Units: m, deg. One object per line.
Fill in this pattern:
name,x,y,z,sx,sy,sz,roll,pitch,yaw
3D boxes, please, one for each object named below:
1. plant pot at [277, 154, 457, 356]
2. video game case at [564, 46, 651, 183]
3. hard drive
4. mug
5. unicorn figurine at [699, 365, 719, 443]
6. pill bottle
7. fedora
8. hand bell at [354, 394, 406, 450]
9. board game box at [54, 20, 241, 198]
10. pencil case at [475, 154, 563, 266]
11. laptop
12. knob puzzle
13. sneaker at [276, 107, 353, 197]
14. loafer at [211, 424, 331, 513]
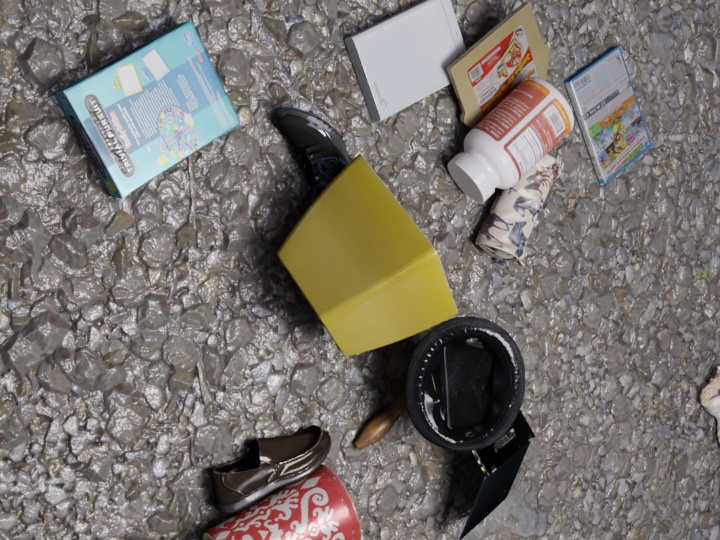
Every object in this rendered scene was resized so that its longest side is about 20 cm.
plant pot,0.000,0.000,1.400,0.175,0.201,0.201,-34,151,-5
video game case,0.450,-0.281,1.797,0.142,0.018,0.202,-35,112,-26
hard drive,0.078,-0.332,1.540,0.199,0.027,0.134,-31,111,-27
mug,-0.108,0.401,1.422,0.198,0.133,0.180,-21,97,-29
unicorn figurine,0.753,0.287,2.028,0.199,0.074,0.138,37,84,-15
pill bottle,0.237,-0.206,1.594,0.200,0.112,0.113,-42,116,-9
fedora,0.151,0.162,1.487,0.197,0.092,0.205,-1,99,-3
hand bell,0.069,0.211,1.565,0.199,0.104,0.105,-41,115,-11
board game box,-0.275,-0.212,1.306,0.199,0.047,0.153,-36,113,-25
pencil case,0.268,-0.109,1.655,0.089,0.078,0.202,29,78,-11
laptop,0.198,0.302,1.649,0.186,0.115,0.202,-19,78,-55
knob puzzle,0.231,-0.308,1.627,0.217,0.030,0.223,-19,125,-29
sneaker,-0.055,-0.154,1.442,0.200,0.073,0.082,43,74,-28
loafer,-0.128,0.273,1.434,0.198,0.073,0.072,-28,111,-28
